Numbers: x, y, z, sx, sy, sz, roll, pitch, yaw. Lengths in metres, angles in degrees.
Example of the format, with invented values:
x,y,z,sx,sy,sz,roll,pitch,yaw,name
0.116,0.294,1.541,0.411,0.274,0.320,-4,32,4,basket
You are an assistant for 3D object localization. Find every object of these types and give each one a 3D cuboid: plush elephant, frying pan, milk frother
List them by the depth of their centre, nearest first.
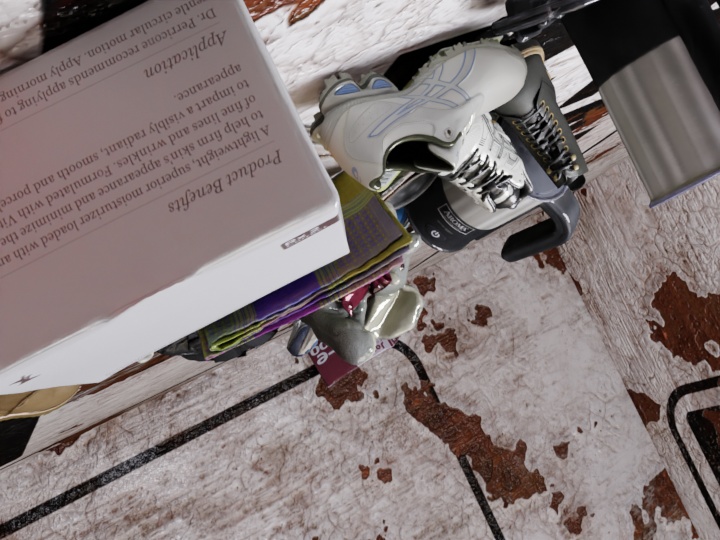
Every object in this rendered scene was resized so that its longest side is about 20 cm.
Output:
x,y,z,sx,sy,sz,roll,pitch,yaw,name
0.218,-0.150,0.713,0.197,0.191,0.181,-25,174,-6,milk frother
0.000,0.000,0.959,0.152,0.168,0.200,-26,178,-18,plush elephant
0.011,-0.099,1.017,0.187,0.031,0.116,-14,150,-30,frying pan
0.180,-0.132,1.111,0.178,0.204,0.187,24,152,-24,milk frother

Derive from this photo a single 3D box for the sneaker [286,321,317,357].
x,y,z,sx,sy,sz,roll,pitch,yaw,name
-0.060,0.005,1.100,0.077,0.083,0.204,-75,-174,-79,sneaker

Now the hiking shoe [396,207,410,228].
x,y,z,sx,sy,sz,roll,pitch,yaw,name
-0.013,-0.050,1.188,0.197,0.076,0.087,-28,178,12,hiking shoe

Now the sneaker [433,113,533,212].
x,y,z,sx,sy,sz,roll,pitch,yaw,name
0.117,-0.101,0.849,0.076,0.088,0.199,-42,164,22,sneaker

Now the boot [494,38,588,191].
x,y,z,sx,sy,sz,roll,pitch,yaw,name
0.180,-0.147,0.902,0.077,0.141,0.199,-29,174,26,boot

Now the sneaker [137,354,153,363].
x,y,z,sx,sy,sz,roll,pitch,yaw,name
-0.274,0.063,0.950,0.075,0.082,0.200,-26,174,11,sneaker

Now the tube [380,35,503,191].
x,y,z,sx,sy,sz,roll,pitch,yaw,name
0.050,-0.143,0.814,0.200,0.051,0.059,-45,-158,53,tube

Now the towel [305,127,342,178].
x,y,z,sx,sy,sz,roll,pitch,yaw,name
-0.096,-0.069,0.826,0.198,0.035,0.132,-30,174,26,towel

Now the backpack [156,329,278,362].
x,y,z,sx,sy,sz,roll,pitch,yaw,name
-0.165,0.043,1.088,0.161,0.155,0.201,-31,153,0,backpack

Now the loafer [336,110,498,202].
x,y,z,sx,sy,sz,roll,pitch,yaw,name
0.071,-0.119,0.950,0.197,0.063,0.072,-28,160,-18,loafer

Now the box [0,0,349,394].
x,y,z,sx,sy,sz,roll,pitch,yaw,name
-0.119,-0.035,0.506,0.196,0.133,0.200,-26,175,-2,box

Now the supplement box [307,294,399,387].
x,y,z,sx,sy,sz,roll,pitch,yaw,name
0.006,0.079,1.214,0.108,0.062,0.200,-33,-178,15,supplement box

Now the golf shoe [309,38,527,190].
x,y,z,sx,sy,sz,roll,pitch,yaw,name
0.061,-0.114,0.703,0.197,0.098,0.079,-22,152,-22,golf shoe

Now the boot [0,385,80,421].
x,y,z,sx,sy,sz,roll,pitch,yaw,name
-0.382,0.125,1.086,0.173,0.067,0.199,-23,172,-46,boot

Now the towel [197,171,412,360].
x,y,z,sx,sy,sz,roll,pitch,yaw,name
-0.061,-0.014,0.786,0.197,0.145,0.023,-27,131,0,towel
